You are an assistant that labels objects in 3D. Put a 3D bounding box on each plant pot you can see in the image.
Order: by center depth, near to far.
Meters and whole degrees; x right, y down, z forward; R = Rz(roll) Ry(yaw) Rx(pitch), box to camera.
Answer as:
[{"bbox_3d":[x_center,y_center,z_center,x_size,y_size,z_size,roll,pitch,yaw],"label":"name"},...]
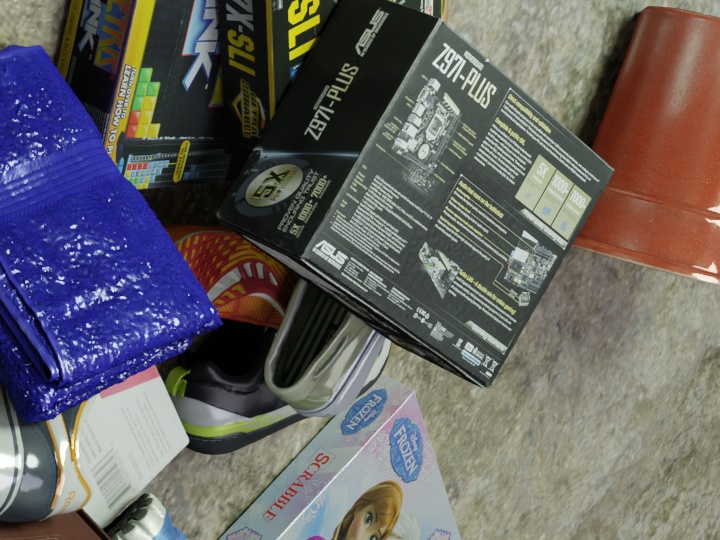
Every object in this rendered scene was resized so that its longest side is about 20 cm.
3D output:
[{"bbox_3d":[0.265,-0.094,1.882,0.201,0.201,0.195,11,95,-55],"label":"plant pot"}]

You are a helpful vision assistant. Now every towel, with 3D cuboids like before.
[{"bbox_3d":[-0.177,-0.028,1.331,0.148,0.200,0.050,-28,171,-40],"label":"towel"}]

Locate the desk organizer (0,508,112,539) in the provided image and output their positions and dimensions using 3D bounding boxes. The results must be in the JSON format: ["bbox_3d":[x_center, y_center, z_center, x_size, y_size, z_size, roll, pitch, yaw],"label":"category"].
[{"bbox_3d":[-0.163,0.190,1.323,0.077,0.200,0.072,1,122,-50],"label":"desk organizer"}]

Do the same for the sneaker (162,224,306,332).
[{"bbox_3d":[-0.085,-0.002,1.567,0.200,0.077,0.073,15,83,-56],"label":"sneaker"}]

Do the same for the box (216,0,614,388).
[{"bbox_3d":[0.036,-0.047,1.473,0.200,0.086,0.164,35,84,-45],"label":"box"}]

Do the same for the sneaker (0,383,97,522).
[{"bbox_3d":[-0.199,0.052,1.359,0.079,0.200,0.078,13,143,-40],"label":"sneaker"}]

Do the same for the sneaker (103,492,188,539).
[{"bbox_3d":[-0.151,0.211,1.546,0.079,0.089,0.200,-45,-176,-29],"label":"sneaker"}]

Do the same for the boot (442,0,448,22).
[{"bbox_3d":[0.026,-0.098,1.654,0.155,0.074,0.200,17,110,-55],"label":"boot"}]

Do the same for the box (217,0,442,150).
[{"bbox_3d":[-0.016,-0.186,1.461,0.160,0.049,0.200,-32,135,-37],"label":"box"}]

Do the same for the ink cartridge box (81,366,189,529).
[{"bbox_3d":[-0.213,0.112,1.460,0.200,0.083,0.147,-45,142,-23],"label":"ink cartridge box"}]

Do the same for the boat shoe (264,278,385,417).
[{"bbox_3d":[0.000,0.000,1.558,0.062,0.072,0.200,28,83,-65],"label":"boat shoe"}]

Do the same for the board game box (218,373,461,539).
[{"bbox_3d":[-0.015,0.210,1.829,0.200,0.041,0.200,-46,143,-24],"label":"board game box"}]

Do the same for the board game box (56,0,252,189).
[{"bbox_3d":[-0.100,-0.151,1.461,0.165,0.057,0.200,-8,118,-50],"label":"board game box"}]

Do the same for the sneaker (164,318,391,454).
[{"bbox_3d":[-0.051,0.055,1.651,0.200,0.072,0.083,-30,131,-41],"label":"sneaker"}]
